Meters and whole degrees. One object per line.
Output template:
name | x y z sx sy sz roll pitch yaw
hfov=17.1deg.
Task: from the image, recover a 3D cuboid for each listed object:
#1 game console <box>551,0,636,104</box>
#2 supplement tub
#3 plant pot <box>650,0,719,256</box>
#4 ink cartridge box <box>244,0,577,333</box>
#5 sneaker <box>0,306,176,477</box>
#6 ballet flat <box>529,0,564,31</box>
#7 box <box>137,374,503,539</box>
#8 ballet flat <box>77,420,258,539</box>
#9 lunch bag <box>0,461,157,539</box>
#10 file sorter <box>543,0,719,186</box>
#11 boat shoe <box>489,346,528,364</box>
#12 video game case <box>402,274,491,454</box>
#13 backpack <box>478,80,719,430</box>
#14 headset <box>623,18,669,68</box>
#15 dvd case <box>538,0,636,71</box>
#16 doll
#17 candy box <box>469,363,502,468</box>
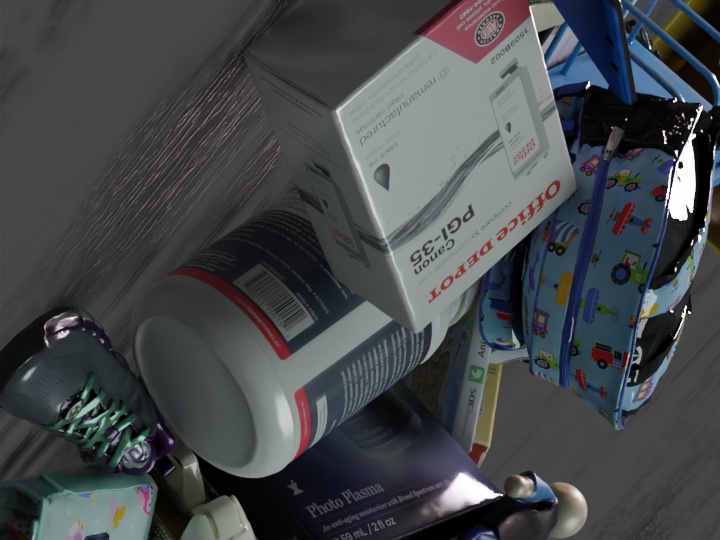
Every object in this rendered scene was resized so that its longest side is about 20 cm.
game console | 0.126 -0.208 1.269 0.171 0.118 0.200 -63 167 -7
supplement tub | -0.033 0.026 1.521 0.200 0.140 0.140 -35 163 -32
plant pot | 0.332 -0.139 2.010 0.200 0.200 0.176 -50 176 18
ink cartridge box | 0.035 -0.085 1.381 0.146 0.083 0.200 -41 141 -17
sneaker | -0.156 0.079 1.433 0.074 0.088 0.200 -46 166 3
ballet flat | 0.113 -0.182 1.501 0.200 0.074 0.074 -29 159 -48
box | -0.045 0.143 1.661 0.200 0.198 0.123 -14 145 -52
ballet flat | -0.114 0.151 1.540 0.068 0.200 0.075 -16 143 -38
lunch bag | -0.224 0.193 1.470 0.200 0.122 0.170 -41 165 15
file sorter | 0.206 -0.134 1.685 0.200 0.139 0.123 -28 154 -47
boat shoe | 0.132 0.038 1.746 0.200 0.066 0.070 164 -58 -75
video game case | 0.061 0.060 1.817 0.200 0.022 0.183 147 -43 -70
backpack | 0.148 -0.005 1.522 0.200 0.134 0.183 -65 166 -56
headset | 0.151 -0.107 1.857 0.200 0.094 0.123 -31 172 8
dvd case | 0.172 -0.201 1.710 0.143 0.018 0.200 -30 159 -49
doll | 0.088 0.200 1.660 0.200 0.048 0.137 -31 148 -43
candy box | 0.081 0.073 1.936 0.116 0.055 0.201 111 -8 -59
